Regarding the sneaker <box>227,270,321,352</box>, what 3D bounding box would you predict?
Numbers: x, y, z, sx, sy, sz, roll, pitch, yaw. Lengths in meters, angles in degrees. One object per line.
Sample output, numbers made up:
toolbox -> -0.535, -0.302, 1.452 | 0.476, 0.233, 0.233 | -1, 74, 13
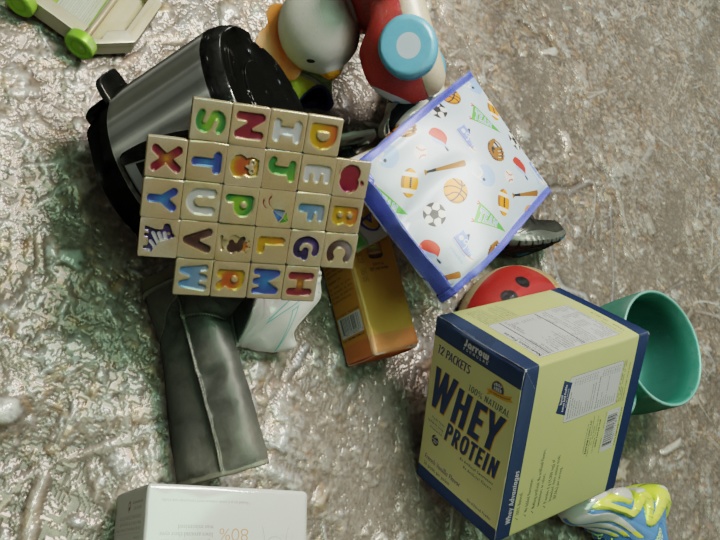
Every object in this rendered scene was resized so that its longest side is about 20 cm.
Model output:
sneaker -> -0.073, -0.009, 0.814 | 0.079, 0.070, 0.204 | 19, 98, -34

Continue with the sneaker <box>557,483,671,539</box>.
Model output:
sneaker -> 0.329, 0.327, 0.978 | 0.196, 0.075, 0.108 | 4, 72, -32

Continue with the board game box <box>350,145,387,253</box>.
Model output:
board game box -> 0.020, -0.087, 0.879 | 0.198, 0.030, 0.097 | -29, 89, -32

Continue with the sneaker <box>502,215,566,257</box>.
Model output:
sneaker -> 0.193, -0.062, 1.029 | 0.196, 0.073, 0.084 | -4, 74, -34

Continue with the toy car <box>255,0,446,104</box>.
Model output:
toy car -> -0.017, -0.255, 0.856 | 0.184, 0.195, 0.181 | -33, 107, -78

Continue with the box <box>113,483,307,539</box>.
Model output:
box -> -0.135, 0.296, 0.674 | 0.149, 0.106, 0.205 | 12, 67, -29

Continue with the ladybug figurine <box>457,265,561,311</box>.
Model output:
ladybug figurine -> 0.196, 0.065, 0.987 | 0.199, 0.072, 0.137 | -37, 94, -36

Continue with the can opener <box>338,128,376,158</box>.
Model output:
can opener -> -0.059, -0.126, 0.904 | 0.197, 0.053, 0.068 | -17, 82, -34

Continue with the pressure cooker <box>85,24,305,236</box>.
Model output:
pressure cooker -> -0.159, -0.112, 0.753 | 0.178, 0.197, 0.180 | 22, 47, -63

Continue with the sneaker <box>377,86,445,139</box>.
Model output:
sneaker -> 0.100, -0.156, 1.006 | 0.198, 0.079, 0.132 | 38, 70, -32

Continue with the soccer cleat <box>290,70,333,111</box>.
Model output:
soccer cleat -> -0.110, -0.198, 0.890 | 0.198, 0.064, 0.085 | -23, 88, -36

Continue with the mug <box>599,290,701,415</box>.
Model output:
mug -> 0.351, 0.117, 1.041 | 0.181, 0.114, 0.156 | -4, 76, -32

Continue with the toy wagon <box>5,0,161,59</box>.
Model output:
toy wagon -> -0.310, -0.321, 0.822 | 0.198, 0.039, 0.158 | 34, 58, -17

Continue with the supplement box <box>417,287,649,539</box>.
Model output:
supplement box -> 0.187, 0.149, 0.860 | 0.196, 0.133, 0.205 | -9, 114, -34

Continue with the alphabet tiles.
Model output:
alphabet tiles -> -0.088, -0.055, 0.671 | 0.195, 0.006, 0.171 | 3, 109, -23

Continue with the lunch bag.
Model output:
lunch bag -> 0.085, -0.084, 0.829 | 0.171, 0.123, 0.200 | 50, 47, -6

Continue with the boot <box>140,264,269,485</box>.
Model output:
boot -> -0.122, 0.084, 0.734 | 0.072, 0.179, 0.204 | 18, 52, -60

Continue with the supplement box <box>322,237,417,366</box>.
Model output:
supplement box -> 0.000, 0.000, 0.890 | 0.065, 0.068, 0.205 | -7, 79, -34

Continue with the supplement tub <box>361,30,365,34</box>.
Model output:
supplement tub -> 0.012, -0.414, 1.008 | 0.121, 0.122, 0.204 | 28, 61, -21
